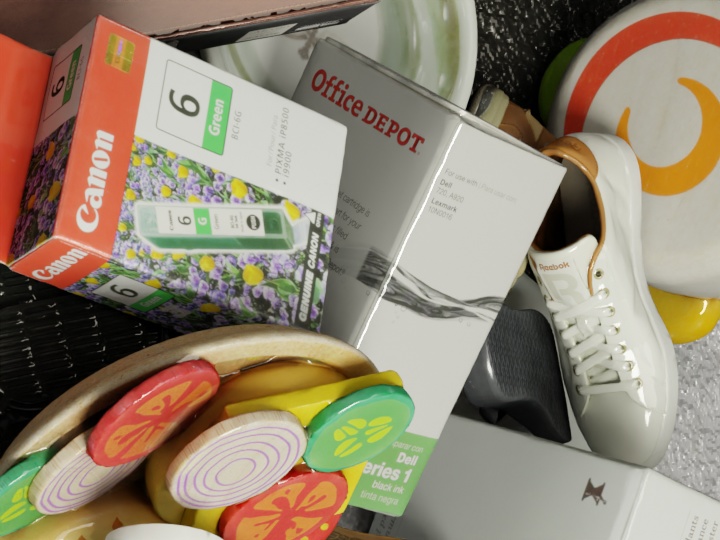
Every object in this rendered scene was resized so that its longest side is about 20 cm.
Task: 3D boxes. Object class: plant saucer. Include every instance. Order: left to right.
[{"bbox_3d":[-0.020,-0.141,0.988,0.199,0.050,0.202,1,88,-39],"label":"plant saucer"}]

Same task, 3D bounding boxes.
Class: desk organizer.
[{"bbox_3d":[-0.098,-0.150,0.868,0.198,0.072,0.078,-12,92,-15],"label":"desk organizer"}]

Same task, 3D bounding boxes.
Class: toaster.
[{"bbox_3d":[-0.167,0.006,0.798,0.199,0.118,0.183,-12,82,-39],"label":"toaster"}]

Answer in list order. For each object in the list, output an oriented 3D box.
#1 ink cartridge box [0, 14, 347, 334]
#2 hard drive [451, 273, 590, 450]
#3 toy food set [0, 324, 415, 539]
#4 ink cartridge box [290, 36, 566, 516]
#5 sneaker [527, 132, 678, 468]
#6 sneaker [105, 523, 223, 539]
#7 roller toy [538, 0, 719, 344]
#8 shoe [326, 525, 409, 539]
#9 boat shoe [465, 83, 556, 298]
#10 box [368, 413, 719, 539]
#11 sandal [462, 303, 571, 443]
[{"bbox_3d":[-0.104,-0.045,0.754,0.199,0.050,0.110,22,62,-30],"label":"ink cartridge box"},{"bbox_3d":[0.111,0.090,1.101,0.200,0.026,0.133,38,66,-31],"label":"hard drive"},{"bbox_3d":[-0.076,0.094,0.747,0.198,0.199,0.049,-10,54,-27],"label":"toy food set"},{"bbox_3d":[0.000,0.000,0.895,0.084,0.146,0.201,19,101,-37],"label":"ink cartridge box"},{"bbox_3d":[0.128,0.021,1.005,0.084,0.072,0.202,-5,84,-53],"label":"sneaker"},{"bbox_3d":[-0.055,0.194,0.735,0.200,0.073,0.117,48,37,-54],"label":"sneaker"},{"bbox_3d":[0.221,-0.072,1.085,0.139,0.181,0.202,16,53,-55],"label":"roller toy"},{"bbox_3d":[-0.040,0.152,0.888,0.198,0.070,0.054,22,118,-16],"label":"shoe"},{"bbox_3d":[0.065,-0.015,1.022,0.073,0.076,0.201,26,70,-6],"label":"boat shoe"},{"bbox_3d":[0.098,0.199,0.960,0.130,0.199,0.201,26,82,-35],"label":"box"},{"bbox_3d":[0.081,0.056,0.997,0.200,0.042,0.077,36,44,-64],"label":"sandal"}]
